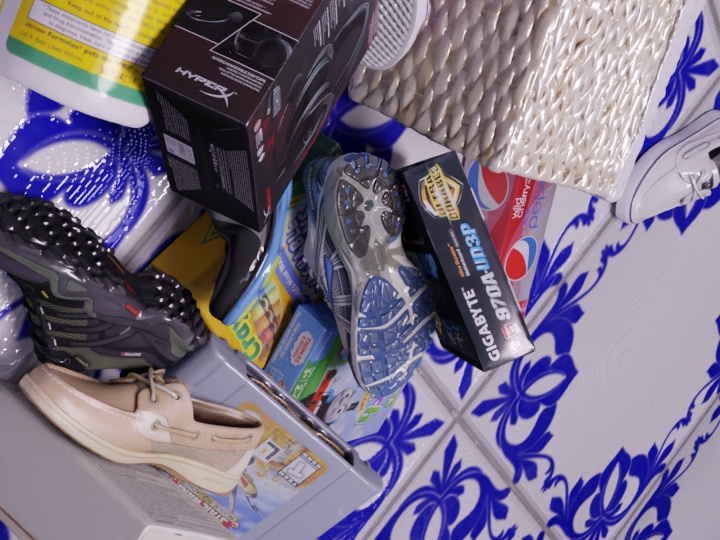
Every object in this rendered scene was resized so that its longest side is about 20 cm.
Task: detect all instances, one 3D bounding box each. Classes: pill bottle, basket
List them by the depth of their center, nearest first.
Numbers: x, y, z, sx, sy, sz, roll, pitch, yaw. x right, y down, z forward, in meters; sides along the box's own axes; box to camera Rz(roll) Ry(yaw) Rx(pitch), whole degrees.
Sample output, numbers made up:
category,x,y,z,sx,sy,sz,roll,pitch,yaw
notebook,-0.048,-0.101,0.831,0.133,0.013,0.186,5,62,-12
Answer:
category,x,y,z,sx,sy,sz,roll,pitch,yaw
pill bottle,-0.143,-0.199,0.804,0.112,0.113,0.201,14,102,-50
basket,0.126,-0.184,1.040,0.160,0.198,0.201,6,109,-47

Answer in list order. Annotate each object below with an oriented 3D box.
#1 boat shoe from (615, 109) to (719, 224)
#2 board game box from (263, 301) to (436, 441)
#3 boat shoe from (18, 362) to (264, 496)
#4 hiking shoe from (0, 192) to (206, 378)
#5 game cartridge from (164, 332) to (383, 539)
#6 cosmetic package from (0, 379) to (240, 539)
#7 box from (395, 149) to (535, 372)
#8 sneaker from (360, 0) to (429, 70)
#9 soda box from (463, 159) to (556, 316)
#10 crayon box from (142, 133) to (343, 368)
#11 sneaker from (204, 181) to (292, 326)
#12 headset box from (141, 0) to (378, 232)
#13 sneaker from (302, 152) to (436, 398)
category,x,y,z,sx,sy,sz,roll,pitch,yaw
boat shoe,0.360,-0.106,1.448,0.200,0.066,0.072,-32,134,-31
board game box,-0.016,0.089,1.141,0.200,0.037,0.152,-9,133,-56
boat shoe,-0.150,0.098,0.935,0.200,0.071,0.065,31,96,-46
hiking shoe,-0.202,0.026,0.909,0.101,0.076,0.200,-43,127,16
game cartridge,-0.094,0.150,1.051,0.133,0.042,0.200,-41,116,13
cosmetic package,-0.185,0.160,0.918,0.103,0.200,0.073,28,92,-50
box,0.070,-0.010,1.050,0.046,0.200,0.160,-22,95,-4
sneaker,0.042,-0.245,0.976,0.114,0.072,0.201,-52,167,-39
soda box,0.130,-0.052,1.228,0.063,0.070,0.201,-11,121,-44
crayon box,-0.080,-0.001,1.048,0.200,0.051,0.126,-44,139,-18
sneaker,-0.090,-0.061,0.957,0.082,0.071,0.201,5,88,-5
headset box,-0.052,-0.149,0.858,0.201,0.077,0.149,-60,170,-22
sneaker,0.000,0.000,1.018,0.077,0.085,0.201,-21,115,-29
